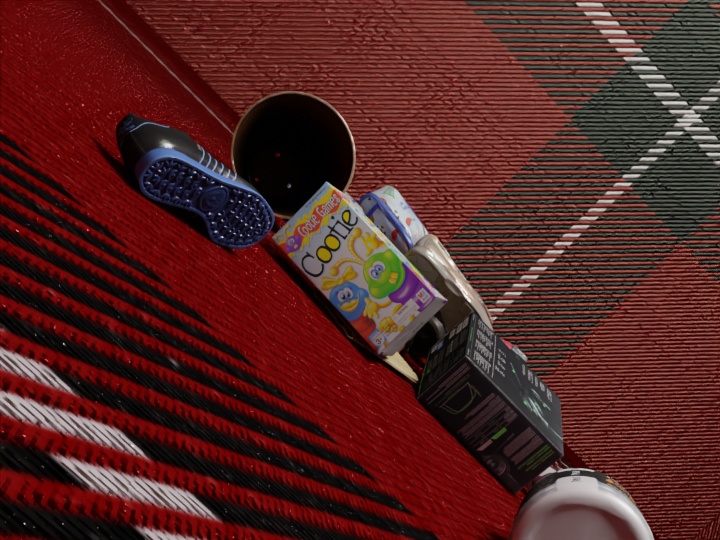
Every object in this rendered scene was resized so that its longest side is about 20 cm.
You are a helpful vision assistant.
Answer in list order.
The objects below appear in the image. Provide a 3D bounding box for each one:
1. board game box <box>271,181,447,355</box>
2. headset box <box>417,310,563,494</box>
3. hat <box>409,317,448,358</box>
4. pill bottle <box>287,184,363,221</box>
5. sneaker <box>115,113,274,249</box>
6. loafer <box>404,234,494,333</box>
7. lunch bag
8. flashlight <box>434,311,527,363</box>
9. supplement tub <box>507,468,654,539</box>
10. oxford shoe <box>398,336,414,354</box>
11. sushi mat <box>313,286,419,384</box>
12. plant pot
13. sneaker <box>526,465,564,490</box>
[{"bbox_3d":[0.000,0.000,1.220,0.200,0.105,0.103,46,5,13],"label":"board game box"},{"bbox_3d":[0.186,0.180,1.315,0.200,0.093,0.174,44,19,-6],"label":"headset box"},{"bbox_3d":[0.109,0.099,1.604,0.200,0.081,0.202,35,-42,39],"label":"hat"},{"bbox_3d":[-0.066,-0.101,1.707,0.200,0.112,0.112,47,4,1],"label":"pill bottle"},{"bbox_3d":[-0.156,-0.087,0.930,0.078,0.070,0.200,55,9,31],"label":"sneaker"},{"bbox_3d":[0.144,0.034,1.410,0.072,0.063,0.200,-24,-72,46],"label":"loafer"},{"bbox_3d":[0.028,-0.054,1.783,0.075,0.200,0.161,-31,80,-42],"label":"lunch bag"},{"bbox_3d":[0.164,0.089,1.482,0.200,0.068,0.068,44,-30,7],"label":"flashlight"},{"bbox_3d":[0.196,0.243,0.861,0.123,0.123,0.200,46,4,13],"label":"supplement tub"},{"bbox_3d":[0.067,0.082,1.485,0.071,0.074,0.200,43,3,1],"label":"oxford shoe"},{"bbox_3d":[0.011,0.089,1.273,0.096,0.012,0.200,49,6,36],"label":"sushi mat"},{"bbox_3d":[-0.120,-0.163,1.502,0.187,0.187,0.200,45,-12,-8],"label":"plant pot"},{"bbox_3d":[0.315,0.342,1.426,0.200,0.075,0.090,44,9,-33],"label":"sneaker"}]
